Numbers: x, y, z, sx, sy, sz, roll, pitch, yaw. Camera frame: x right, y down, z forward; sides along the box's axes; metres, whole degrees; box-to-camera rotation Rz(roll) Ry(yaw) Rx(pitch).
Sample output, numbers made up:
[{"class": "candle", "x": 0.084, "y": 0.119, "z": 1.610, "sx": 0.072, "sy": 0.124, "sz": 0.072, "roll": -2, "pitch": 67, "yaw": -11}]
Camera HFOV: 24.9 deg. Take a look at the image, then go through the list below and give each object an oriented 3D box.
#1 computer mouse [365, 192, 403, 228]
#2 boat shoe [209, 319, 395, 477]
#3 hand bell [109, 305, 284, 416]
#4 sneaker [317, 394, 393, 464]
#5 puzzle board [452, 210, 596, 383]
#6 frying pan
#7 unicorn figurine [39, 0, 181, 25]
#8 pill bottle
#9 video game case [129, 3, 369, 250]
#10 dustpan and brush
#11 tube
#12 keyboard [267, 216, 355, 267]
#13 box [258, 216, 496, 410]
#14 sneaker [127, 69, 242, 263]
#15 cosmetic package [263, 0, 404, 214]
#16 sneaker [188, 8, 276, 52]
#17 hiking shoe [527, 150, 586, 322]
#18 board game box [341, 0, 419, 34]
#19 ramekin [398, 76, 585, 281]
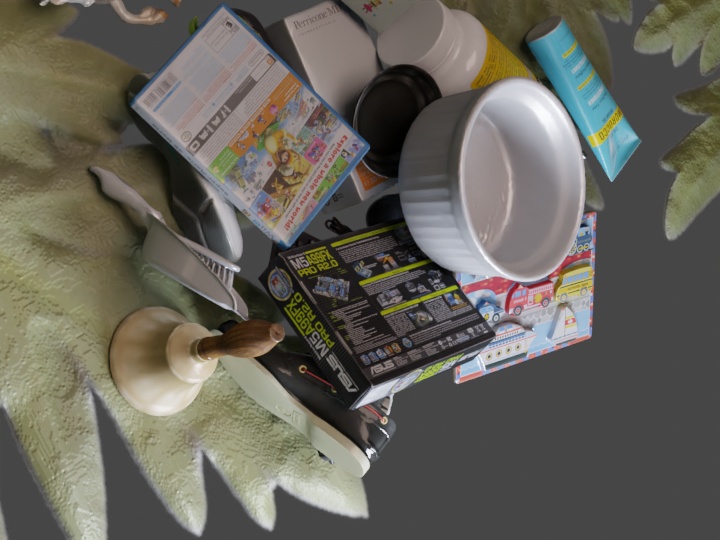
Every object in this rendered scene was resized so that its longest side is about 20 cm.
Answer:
[{"class": "computer mouse", "x": 0.087, "y": -0.064, "z": 1.765, "sx": 0.199, "sy": 0.034, "sz": 0.059, "roll": -13, "pitch": 88, "yaw": -39}, {"class": "boat shoe", "x": -0.058, "y": 0.112, "z": 1.561, "sx": 0.201, "sy": 0.074, "sz": 0.063, "roll": 37, "pitch": 67, "yaw": 6}, {"class": "hand bell", "x": -0.132, "y": 0.071, "z": 1.461, "sx": 0.104, "sy": 0.200, "sz": 0.105, "roll": 8, "pitch": 77, "yaw": -37}, {"class": "sneaker", "x": -0.002, "y": 0.104, "z": 1.645, "sx": 0.091, "sy": 0.066, "sz": 0.200, "roll": 48, "pitch": 53, "yaw": -16}, {"class": "puzzle board", "x": 0.180, "y": 0.028, "z": 1.761, "sx": 0.199, "sy": 0.017, "sz": 0.151, "roll": -15, "pitch": 114, "yaw": -33}, {"class": "frying pan", "x": 0.060, "y": -0.136, "z": 1.658, "sx": 0.190, "sy": 0.031, "sz": 0.115, "roll": 30, "pitch": 85, "yaw": -40}, {"class": "unicorn figurine", "x": -0.233, "y": -0.293, "z": 1.548, "sx": 0.137, "sy": 0.074, "sz": 0.201, "roll": 18, "pitch": 56, "yaw": -24}, {"class": "pill bottle", "x": 0.106, "y": -0.205, "z": 1.728, "sx": 0.200, "sy": 0.112, "sz": 0.113, "roll": 35, "pitch": 60, "yaw": -47}, {"class": "video game case", "x": -0.102, "y": -0.137, "z": 1.547, "sx": 0.200, "sy": 0.018, "sz": 0.143, "roll": 43, "pitch": 62, "yaw": -10}, {"class": "dustpan and brush", "x": -0.177, "y": -0.027, "z": 1.519, "sx": 0.199, "sy": 0.140, "sz": 0.057, "roll": 30, "pitch": 87, "yaw": 2}, {"class": "tube", "x": 0.265, "y": -0.206, "z": 1.928, "sx": 0.077, "sy": 0.050, "sz": 0.200, "roll": -48, "pitch": 115, "yaw": -26}, {"class": "keyboard", "x": 0.000, "y": 0.000, "z": 1.658, "sx": 0.199, "sy": 0.021, "sz": 0.127, "roll": 27, "pitch": 39, "yaw": -18}, {"class": "box", "x": 0.020, "y": 0.037, "z": 1.590, "sx": 0.200, "sy": 0.044, "sz": 0.160, "roll": -18, "pitch": 66, "yaw": -48}, {"class": "sneaker", "x": -0.148, "y": -0.104, "z": 1.568, "sx": 0.080, "sy": 0.070, "sz": 0.201, "roll": -25, "pitch": 96, "yaw": -41}, {"class": "cosmetic package", "x": -0.023, "y": -0.172, "z": 1.677, "sx": 0.101, "sy": 0.071, "sz": 0.201, "roll": -30, "pitch": 99, "yaw": -37}, {"class": "sneaker", "x": -0.107, "y": -0.164, "z": 1.611, "sx": 0.200, "sy": 0.072, "sz": 0.083, "roll": 55, "pitch": 44, "yaw": -2}, {"class": "hiking shoe", "x": 0.200, "y": -0.037, "z": 1.812, "sx": 0.074, "sy": 0.087, "sz": 0.201, "roll": 20, "pitch": 69, "yaw": -33}, {"class": "board game box", "x": -0.002, "y": -0.362, "z": 1.690, "sx": 0.147, "sy": 0.064, "sz": 0.200, "roll": 39, "pitch": 34, "yaw": -24}, {"class": "ramekin", "x": 0.129, "y": -0.089, "z": 1.630, "sx": 0.200, "sy": 0.097, "sz": 0.202, "roll": 1, "pitch": 88, "yaw": -46}]
